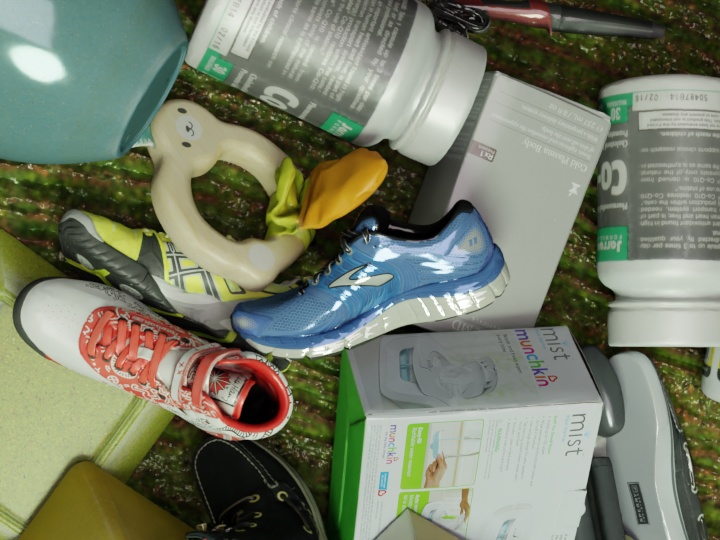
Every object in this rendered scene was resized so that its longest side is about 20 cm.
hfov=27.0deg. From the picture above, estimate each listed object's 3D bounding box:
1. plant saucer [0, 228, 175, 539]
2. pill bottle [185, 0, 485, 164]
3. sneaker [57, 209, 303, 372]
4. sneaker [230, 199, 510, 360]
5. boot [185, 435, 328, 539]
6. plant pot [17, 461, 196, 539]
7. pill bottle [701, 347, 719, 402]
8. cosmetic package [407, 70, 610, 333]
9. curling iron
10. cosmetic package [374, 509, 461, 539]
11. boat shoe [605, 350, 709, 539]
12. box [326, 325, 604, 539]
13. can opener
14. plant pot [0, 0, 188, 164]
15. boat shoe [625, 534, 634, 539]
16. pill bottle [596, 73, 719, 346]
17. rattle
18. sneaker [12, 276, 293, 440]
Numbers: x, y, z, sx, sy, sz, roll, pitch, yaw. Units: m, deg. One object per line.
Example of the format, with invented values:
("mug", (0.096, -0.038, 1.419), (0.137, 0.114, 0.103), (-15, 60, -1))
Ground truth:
("plant saucer", (-0.251, 0.105, 1.110), (0.199, 0.048, 0.201), (37, 88, -13))
("pill bottle", (-0.017, -0.161, 1.089), (0.199, 0.113, 0.114), (24, 90, -10))
("sneaker", (-0.132, 0.004, 1.123), (0.199, 0.075, 0.077), (30, 68, -15))
("sneaker", (0.000, 0.000, 1.062), (0.199, 0.079, 0.090), (-18, 105, 5))
("boot", (-0.087, 0.186, 1.059), (0.073, 0.154, 0.204), (-44, 59, 12))
("plant pot", (-0.161, 0.292, 1.057), (0.200, 0.176, 0.200), (38, 88, -28))
("pill bottle", (0.341, 0.011, 1.190), (0.112, 0.112, 0.202), (8, 94, -12))
("cosmetic package", (0.100, -0.041, 1.150), (0.106, 0.090, 0.201), (19, 89, -16))
("curling iron", (0.144, -0.190, 1.172), (0.198, 0.026, 0.050), (1, 58, -15))
("cosmetic package", (0.092, 0.265, 1.070), (0.199, 0.105, 0.071), (33, 113, -26))
("boat shoe", (0.240, 0.160, 1.214), (0.056, 0.068, 0.202), (-14, 96, -37))
("box", (0.072, 0.150, 1.114), (0.175, 0.097, 0.201), (-4, 126, -11))
("can opener", (0.181, 0.158, 1.168), (0.053, 0.067, 0.201), (1, 68, -22))
("plant pot", (-0.196, -0.150, 1.006), (0.134, 0.200, 0.201), (32, 89, -1))
("boat shoe", (0.154, 0.295, 1.203), (0.075, 0.068, 0.201), (36, 79, -6))
("pill bottle", (0.238, -0.042, 1.152), (0.112, 0.113, 0.202), (1, 87, -12))
("rattle", (-0.101, -0.091, 1.070), (0.200, 0.143, 0.130), (48, 65, -3))
("sneaker", (-0.140, 0.059, 1.053), (0.201, 0.108, 0.068), (31, 73, -22))
